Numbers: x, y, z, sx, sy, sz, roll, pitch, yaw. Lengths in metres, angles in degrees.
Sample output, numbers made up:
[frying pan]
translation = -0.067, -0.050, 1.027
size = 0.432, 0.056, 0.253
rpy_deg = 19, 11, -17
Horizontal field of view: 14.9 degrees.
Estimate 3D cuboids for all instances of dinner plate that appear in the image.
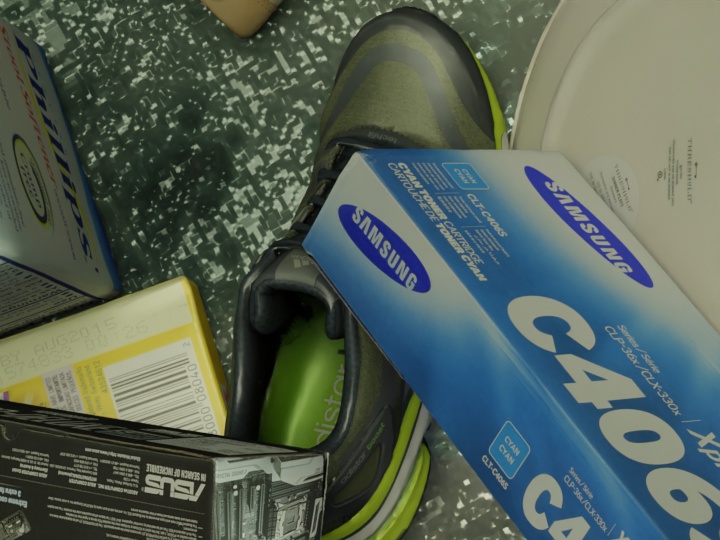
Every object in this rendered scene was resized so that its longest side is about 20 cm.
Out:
[dinner plate]
translation = 0.112, -0.033, 0.896
size = 0.200, 0.024, 0.201
rpy_deg = -10, 76, 49

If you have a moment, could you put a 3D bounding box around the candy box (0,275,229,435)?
[candy box]
translation = -0.077, 0.112, 0.966
size = 0.102, 0.026, 0.200
rpy_deg = -19, 79, 9

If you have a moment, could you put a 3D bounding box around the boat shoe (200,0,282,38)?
[boat shoe]
translation = -0.102, -0.158, 0.964
size = 0.200, 0.071, 0.065
rpy_deg = 36, 99, -10

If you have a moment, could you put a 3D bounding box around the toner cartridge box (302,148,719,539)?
[toner cartridge box]
translation = 0.074, 0.041, 0.842
size = 0.200, 0.095, 0.043
rpy_deg = 52, 126, 33

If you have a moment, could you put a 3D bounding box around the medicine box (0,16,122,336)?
[medicine box]
translation = -0.199, -0.018, 0.917
size = 0.182, 0.200, 0.103
rpy_deg = -19, 81, 6

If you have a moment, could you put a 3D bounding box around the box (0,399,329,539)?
[box]
translation = -0.100, 0.126, 0.894
size = 0.200, 0.050, 0.158
rpy_deg = 4, 93, 44

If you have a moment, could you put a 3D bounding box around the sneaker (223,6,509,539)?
[sneaker]
translation = 0.000, 0.000, 0.930
size = 0.074, 0.081, 0.200
rpy_deg = 4, 72, 21
